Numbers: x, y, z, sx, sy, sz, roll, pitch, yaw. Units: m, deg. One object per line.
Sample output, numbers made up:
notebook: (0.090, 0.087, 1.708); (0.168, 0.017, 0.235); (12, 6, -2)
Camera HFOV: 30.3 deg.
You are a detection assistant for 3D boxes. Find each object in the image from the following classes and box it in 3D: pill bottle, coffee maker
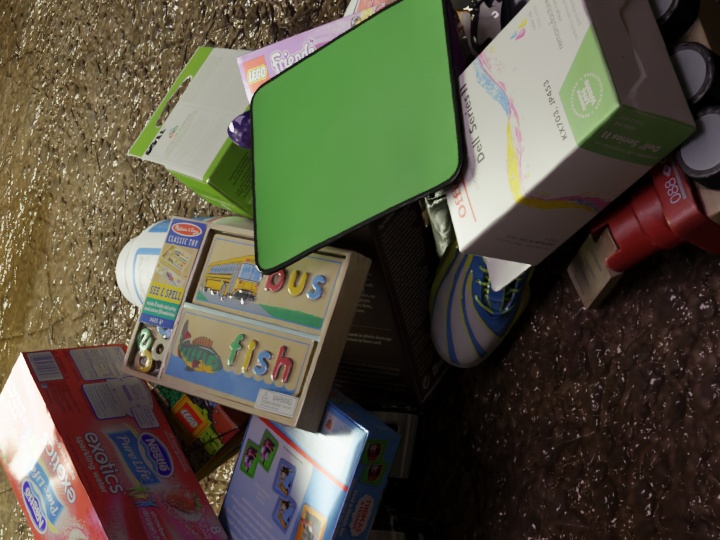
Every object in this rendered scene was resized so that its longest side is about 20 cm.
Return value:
pill bottle: (-0.172, 0.001, 1.367); (0.199, 0.112, 0.113); (3, 83, 56)
coffee maker: (-0.023, 0.208, 1.078); (0.192, 0.134, 0.202); (-15, 69, 53)

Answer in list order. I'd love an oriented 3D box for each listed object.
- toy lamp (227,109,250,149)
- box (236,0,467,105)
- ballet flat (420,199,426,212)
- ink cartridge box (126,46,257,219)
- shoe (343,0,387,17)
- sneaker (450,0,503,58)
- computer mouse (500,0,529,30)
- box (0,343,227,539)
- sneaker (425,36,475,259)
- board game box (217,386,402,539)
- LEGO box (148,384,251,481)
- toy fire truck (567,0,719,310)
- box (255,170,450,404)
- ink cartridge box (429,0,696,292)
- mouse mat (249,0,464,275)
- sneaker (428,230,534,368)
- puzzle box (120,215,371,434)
toy lamp: (-0.060, -0.045, 1.162); (0.058, 0.058, 0.201); (-42, 65, 41)
box: (-0.002, -0.129, 1.050); (0.199, 0.039, 0.138); (-12, 96, 41)
ballet flat: (0.023, -0.036, 1.127); (0.068, 0.067, 0.202); (-54, -38, -69)
ink cartridge box: (-0.134, -0.145, 1.343); (0.200, 0.076, 0.148); (20, 76, 56)
shoe: (0.043, -0.259, 1.170); (0.091, 0.071, 0.202); (43, 121, 49)
sneaker: (0.095, -0.231, 1.059); (0.073, 0.080, 0.201); (-34, 49, 4)
computer mouse: (0.114, -0.255, 1.001); (0.139, 0.046, 0.202); (6, 75, 17)
box: (-0.202, 0.164, 1.043); (0.201, 0.102, 0.095); (56, 130, 28)
sneaker: (0.062, -0.103, 1.077); (0.066, 0.090, 0.202); (-14, 70, 53)
board game box: (-0.052, 0.184, 0.978); (0.151, 0.036, 0.202); (29, 102, 55)
LEGO box: (-0.105, 0.103, 1.163); (0.077, 0.200, 0.149); (49, 129, 7)
toy fire truck: (0.183, -0.071, 0.891); (0.200, 0.128, 0.177); (-35, 53, 33)
box: (0.000, 0.000, 1.042); (0.099, 0.075, 0.201); (6, 128, 33)
ink cartridge box: (0.109, -0.084, 0.853); (0.200, 0.067, 0.118); (-45, 47, 43)
mouse mat: (-0.009, -0.099, 0.936); (0.199, 0.008, 0.162); (-24, 59, 37)
sneaker: (0.098, -0.016, 0.981); (0.105, 0.075, 0.201); (-32, -37, -76)
puzzle box: (-0.090, 0.035, 1.000); (0.199, 0.025, 0.134); (10, 79, 41)
